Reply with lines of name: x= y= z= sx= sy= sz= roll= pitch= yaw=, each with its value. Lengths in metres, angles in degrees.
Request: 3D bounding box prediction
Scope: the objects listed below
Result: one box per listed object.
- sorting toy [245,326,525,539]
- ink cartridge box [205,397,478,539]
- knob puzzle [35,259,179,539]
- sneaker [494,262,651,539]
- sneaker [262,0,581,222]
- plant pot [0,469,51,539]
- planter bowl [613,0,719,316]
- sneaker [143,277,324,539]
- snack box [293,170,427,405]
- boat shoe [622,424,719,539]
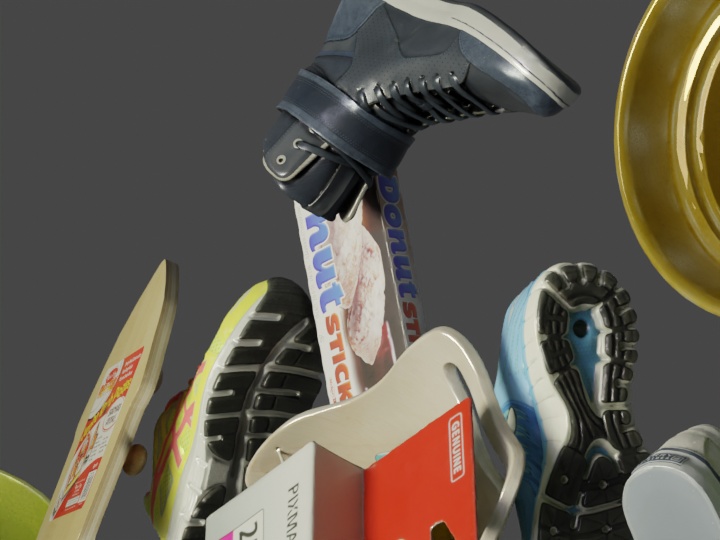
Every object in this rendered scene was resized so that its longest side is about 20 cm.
sorting toy: x=0.034 y=0.132 z=1.453 sx=0.180 sy=0.107 sz=0.200 roll=-64 pitch=34 yaw=37
ink cartridge box: x=-0.013 y=0.173 z=1.371 sx=0.174 sy=0.044 sz=0.200 roll=-39 pitch=36 yaw=34
knob puzzle: x=-0.147 y=0.089 z=1.697 sx=0.220 sy=0.030 sz=0.220 roll=-157 pitch=90 yaw=-79
sneaker: x=0.112 y=0.099 z=1.452 sx=0.090 sy=0.078 sz=0.200 roll=166 pitch=105 yaw=-67
sneaker: x=0.029 y=-0.084 z=1.510 sx=0.146 sy=0.077 sz=0.202 roll=-56 pitch=37 yaw=-3
plant pot: x=-0.298 y=0.258 z=1.805 sx=0.187 sy=0.187 sz=0.200 roll=40 pitch=129 yaw=41
planter bowl: x=0.226 y=-0.072 z=1.320 sx=0.200 sy=0.083 sz=0.201 roll=-4 pitch=84 yaw=46
sneaker: x=-0.090 y=0.089 z=1.652 sx=0.090 sy=0.078 sz=0.200 roll=40 pitch=113 yaw=49
snack box: x=0.000 y=0.000 z=1.599 sx=0.072 sy=0.024 sz=0.200 roll=-26 pitch=68 yaw=42
boat shoe: x=0.198 y=0.168 z=1.340 sx=0.075 sy=0.086 sz=0.202 roll=-17 pitch=103 yaw=40
